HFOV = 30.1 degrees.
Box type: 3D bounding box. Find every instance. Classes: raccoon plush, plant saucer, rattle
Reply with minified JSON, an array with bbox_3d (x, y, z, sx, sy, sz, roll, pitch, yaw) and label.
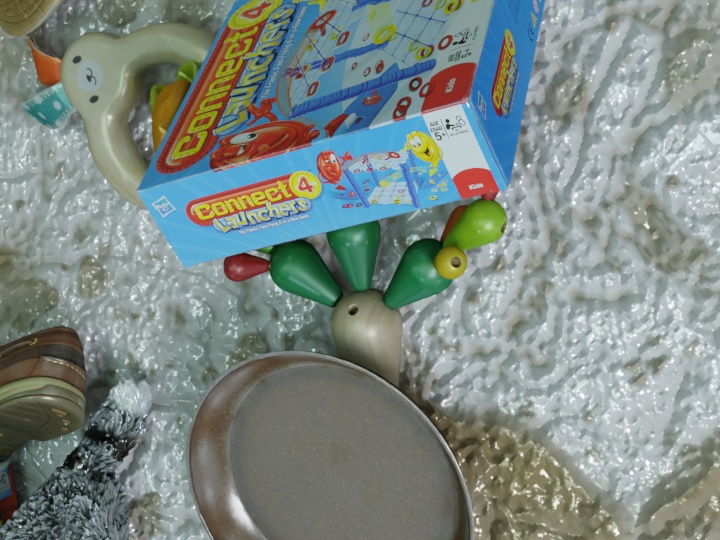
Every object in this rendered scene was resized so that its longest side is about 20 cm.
[{"bbox_3d":[-0.165,0.190,0.909,0.133,0.097,0.201,35,108,10],"label":"raccoon plush"},{"bbox_3d":[-0.017,0.137,0.841,0.198,0.032,0.202,11,117,22],"label":"plant saucer"},{"bbox_3d":[-0.173,-0.103,0.859,0.198,0.143,0.131,26,124,14],"label":"rattle"}]

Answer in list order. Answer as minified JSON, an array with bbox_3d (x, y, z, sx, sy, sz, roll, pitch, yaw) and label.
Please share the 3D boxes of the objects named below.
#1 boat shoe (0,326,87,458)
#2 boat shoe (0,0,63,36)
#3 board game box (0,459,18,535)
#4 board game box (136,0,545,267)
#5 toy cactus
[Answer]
[{"bbox_3d":[-0.269,0.091,0.964,0.199,0.072,0.068,-18,54,33],"label":"boat shoe"},{"bbox_3d":[-0.187,-0.230,0.889,0.200,0.069,0.074,-40,80,44],"label":"boat shoe"},{"bbox_3d":[-0.302,0.250,0.959,0.102,0.105,0.203,-7,97,25],"label":"board game box"},{"bbox_3d":[-0.003,-0.105,0.748,0.194,0.201,0.056,-13,127,25],"label":"board game box"},{"bbox_3d":[0.000,0.000,0.819,0.198,0.102,0.167,-4,103,17],"label":"toy cactus"}]
